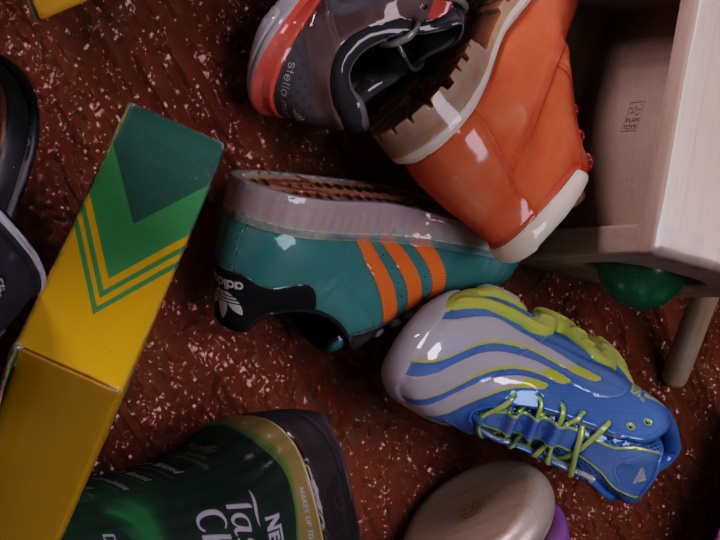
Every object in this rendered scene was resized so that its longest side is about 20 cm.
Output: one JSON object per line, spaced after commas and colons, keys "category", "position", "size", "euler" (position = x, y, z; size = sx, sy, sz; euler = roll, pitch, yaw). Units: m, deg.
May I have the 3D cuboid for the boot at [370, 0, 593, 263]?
{"category": "boot", "position": [0.080, -0.084, 1.442], "size": [0.107, 0.075, 0.200], "euler": [47, 39, -13]}

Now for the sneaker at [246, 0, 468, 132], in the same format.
{"category": "sneaker", "position": [0.028, -0.141, 1.412], "size": [0.200, 0.082, 0.077], "euler": [-55, 154, -19]}

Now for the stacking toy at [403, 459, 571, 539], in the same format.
{"category": "stacking toy", "position": [0.103, 0.196, 1.480], "size": [0.085, 0.085, 0.200], "euler": [-51, 123, -29]}

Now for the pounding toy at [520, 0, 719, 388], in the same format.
{"category": "pounding toy", "position": [0.173, -0.047, 1.490], "size": [0.142, 0.184, 0.201], "euler": [13, 84, -25]}

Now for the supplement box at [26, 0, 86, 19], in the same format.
{"category": "supplement box", "position": [-0.078, -0.206, 1.265], "size": [0.199, 0.110, 0.109], "euler": [-23, 105, -3]}

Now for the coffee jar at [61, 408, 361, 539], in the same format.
{"category": "coffee jar", "position": [-0.090, 0.133, 1.313], "size": [0.200, 0.085, 0.105], "euler": [-19, 101, -39]}

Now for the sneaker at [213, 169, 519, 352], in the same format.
{"category": "sneaker", "position": [0.000, 0.000, 1.413], "size": [0.200, 0.071, 0.080], "euler": [7, 103, -45]}

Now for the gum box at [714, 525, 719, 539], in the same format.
{"category": "gum box", "position": [0.242, 0.187, 1.563], "size": [0.066, 0.113, 0.201], "euler": [84, 27, -68]}

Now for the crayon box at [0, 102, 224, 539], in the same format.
{"category": "crayon box", "position": [-0.122, 0.038, 1.218], "size": [0.051, 0.127, 0.200], "euler": [24, 43, -4]}

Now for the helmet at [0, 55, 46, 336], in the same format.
{"category": "helmet", "position": [-0.221, -0.039, 1.134], "size": [0.200, 0.200, 0.191], "euler": [26, 55, -36]}

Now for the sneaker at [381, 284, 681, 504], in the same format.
{"category": "sneaker", "position": [0.099, 0.065, 1.435], "size": [0.200, 0.105, 0.076], "euler": [8, 113, -53]}
